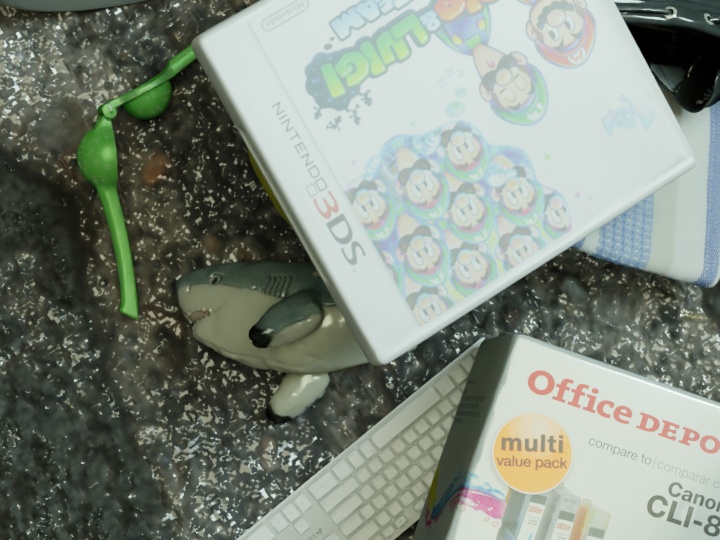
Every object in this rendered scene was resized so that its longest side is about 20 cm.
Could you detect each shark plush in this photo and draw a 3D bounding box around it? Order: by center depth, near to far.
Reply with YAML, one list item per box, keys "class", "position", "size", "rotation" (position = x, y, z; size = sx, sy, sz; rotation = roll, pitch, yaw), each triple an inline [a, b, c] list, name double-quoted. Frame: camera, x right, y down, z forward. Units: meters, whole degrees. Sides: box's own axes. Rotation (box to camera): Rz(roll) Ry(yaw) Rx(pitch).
- class: "shark plush"
  position: [0.000, 0.000, 1.064]
  size: [0.199, 0.091, 0.084]
  rotation: [-27, 55, 1]

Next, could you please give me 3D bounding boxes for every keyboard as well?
- class: "keyboard"
  position: [0.011, 0.121, 1.076]
  size: [0.200, 0.011, 0.056]
  rotation: [-39, 86, -5]

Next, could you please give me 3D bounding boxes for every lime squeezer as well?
- class: "lime squeezer"
  position: [-0.117, -0.079, 1.083]
  size: [0.070, 0.038, 0.201]
  rotation: [24, 83, 2]

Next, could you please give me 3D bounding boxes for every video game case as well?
- class: "video game case"
  position: [0.045, -0.082, 0.945]
  size: [0.200, 0.024, 0.183]
  rotation: [-32, 98, -14]

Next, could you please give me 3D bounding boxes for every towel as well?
- class: "towel"
  position: [0.121, -0.079, 1.037]
  size: [0.199, 0.024, 0.148]
  rotation: [14, 71, -30]

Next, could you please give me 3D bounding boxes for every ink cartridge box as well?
- class: "ink cartridge box"
  position: [0.106, 0.146, 1.002]
  size: [0.145, 0.145, 0.201]
  rotation: [19, 86, -2]

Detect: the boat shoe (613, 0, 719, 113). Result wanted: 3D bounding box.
- class: "boat shoe"
  position: [0.178, -0.119, 1.025]
  size: [0.199, 0.074, 0.066]
  rotation: [23, 69, -26]

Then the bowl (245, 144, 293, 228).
- class: "bowl"
  position: [0.008, -0.079, 1.037]
  size: [0.199, 0.108, 0.201]
  rotation: [11, 70, -32]

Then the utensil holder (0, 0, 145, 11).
- class: "utensil holder"
  position: [-0.143, -0.259, 1.036]
  size: [0.169, 0.170, 0.201]
  rotation: [-12, 85, -2]
